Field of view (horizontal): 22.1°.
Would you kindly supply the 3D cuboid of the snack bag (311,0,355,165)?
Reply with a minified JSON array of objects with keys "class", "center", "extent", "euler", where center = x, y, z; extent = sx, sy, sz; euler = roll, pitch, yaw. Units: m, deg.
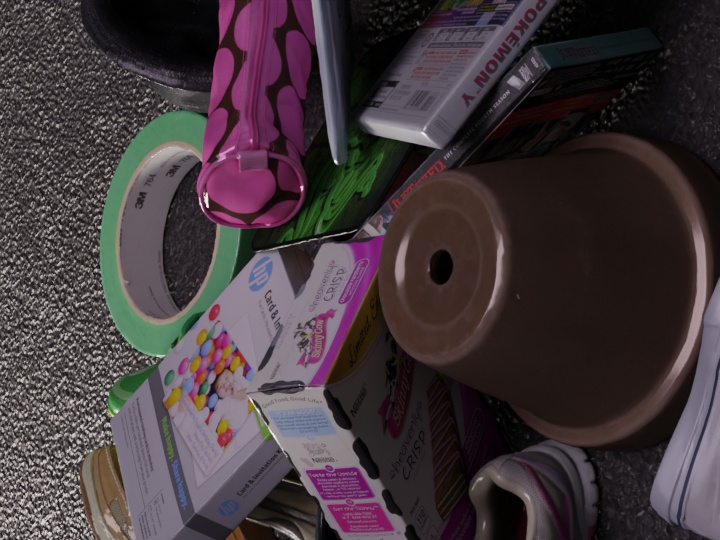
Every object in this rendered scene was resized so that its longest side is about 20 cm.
[{"class":"snack bag","center":[-0.024,-0.192,1.270],"extent":[0.201,0.021,0.190],"euler":[-88,-7,-56]}]

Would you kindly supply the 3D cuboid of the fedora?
[{"class":"fedora","center":[-0.121,-0.186,1.460],"extent":[0.092,0.199,0.201],"euler":[88,157,-52]}]

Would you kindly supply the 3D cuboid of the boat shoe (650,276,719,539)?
[{"class":"boat shoe","center":[0.231,0.065,1.060],"extent":[0.066,0.073,0.202],"euler":[28,115,32]}]

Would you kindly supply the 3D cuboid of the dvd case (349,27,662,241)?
[{"class":"dvd case","center":[0.091,-0.078,1.178],"extent":[0.022,0.145,0.200],"euler":[53,127,15]}]

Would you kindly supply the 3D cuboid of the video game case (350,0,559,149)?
[{"class":"video game case","center":[0.076,-0.159,1.180],"extent":[0.183,0.023,0.200],"euler":[-52,14,-2]}]

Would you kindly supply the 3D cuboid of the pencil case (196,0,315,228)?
[{"class":"pencil case","center":[-0.071,-0.133,1.304],"extent":[0.094,0.090,0.202],"euler":[119,156,-55]}]

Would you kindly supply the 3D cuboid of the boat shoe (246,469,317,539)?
[{"class":"boat shoe","center":[-0.035,0.163,1.352],"extent":[0.199,0.074,0.074],"euler":[22,89,39]}]

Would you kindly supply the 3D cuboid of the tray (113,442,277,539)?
[{"class":"tray","center":[-0.134,0.187,1.481],"extent":[0.099,0.037,0.201],"euler":[-55,47,28]}]

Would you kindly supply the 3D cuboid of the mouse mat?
[{"class":"mouse mat","center":[0.006,-0.099,1.289],"extent":[0.160,0.008,0.201],"euler":[-11,46,56]}]

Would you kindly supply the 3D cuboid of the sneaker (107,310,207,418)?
[{"class":"sneaker","center":[-0.121,0.070,1.427],"extent":[0.199,0.084,0.074],"euler":[-17,28,34]}]

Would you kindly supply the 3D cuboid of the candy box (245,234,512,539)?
[{"class":"candy box","center":[0.018,0.097,1.161],"extent":[0.060,0.201,0.137],"euler":[-8,38,32]}]

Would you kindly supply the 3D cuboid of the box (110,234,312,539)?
[{"class":"box","center":[-0.093,0.098,1.297],"extent":[0.200,0.041,0.157],"euler":[-46,37,20]}]

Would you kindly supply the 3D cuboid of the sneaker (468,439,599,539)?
[{"class":"sneaker","center":[0.110,0.204,1.154],"extent":[0.081,0.088,0.202],"euler":[-34,60,41]}]

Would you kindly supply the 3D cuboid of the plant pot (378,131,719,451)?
[{"class":"plant pot","center":[0.107,0.006,1.123],"extent":[0.199,0.173,0.203],"euler":[-10,77,49]}]

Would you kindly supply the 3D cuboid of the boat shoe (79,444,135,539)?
[{"class":"boat shoe","center":[-0.152,0.211,1.431],"extent":[0.076,0.071,0.201],"euler":[-41,62,20]}]

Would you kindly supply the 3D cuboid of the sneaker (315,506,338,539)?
[{"class":"sneaker","center":[0.014,0.134,1.250],"extent":[0.075,0.079,0.202],"euler":[9,69,9]}]

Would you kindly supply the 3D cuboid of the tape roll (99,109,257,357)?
[{"class":"tape roll","center":[-0.141,-0.029,1.511],"extent":[0.199,0.048,0.203],"euler":[-9,79,49]}]

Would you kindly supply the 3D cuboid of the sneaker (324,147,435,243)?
[{"class":"sneaker","center":[0.000,0.000,1.313],"extent":[0.074,0.086,0.202],"euler":[38,113,46]}]
